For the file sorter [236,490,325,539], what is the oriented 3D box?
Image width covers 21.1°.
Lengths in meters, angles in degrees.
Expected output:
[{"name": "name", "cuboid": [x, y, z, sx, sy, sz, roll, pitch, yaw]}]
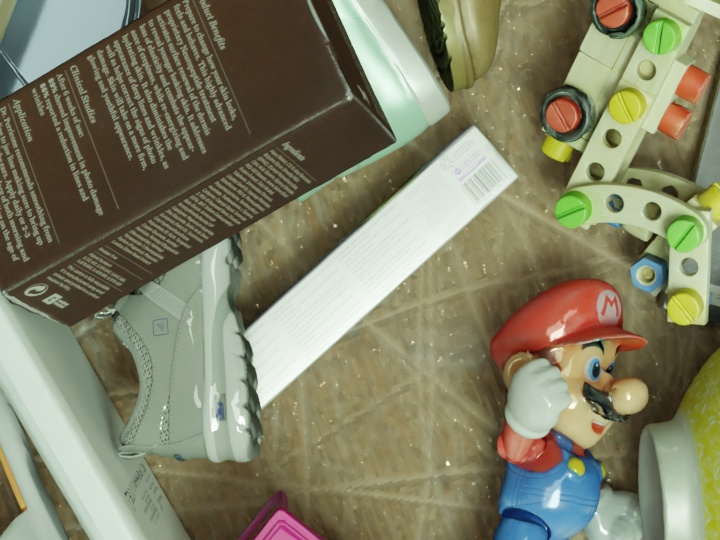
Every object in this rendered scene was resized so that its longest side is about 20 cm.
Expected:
[{"name": "file sorter", "cuboid": [-0.007, 0.230, 1.026, 0.200, 0.125, 0.139, 39, 92, -4]}]

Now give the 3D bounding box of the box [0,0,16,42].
[{"name": "box", "cuboid": [-0.249, -0.085, 0.986, 0.094, 0.078, 0.201, 23, 94, -1]}]

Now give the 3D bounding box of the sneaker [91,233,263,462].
[{"name": "sneaker", "cuboid": [-0.103, 0.004, 1.010, 0.081, 0.075, 0.201, -9, 69, 1]}]

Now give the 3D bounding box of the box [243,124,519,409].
[{"name": "box", "cuboid": [0.000, 0.000, 1.056, 0.200, 0.039, 0.041, -43, 93, 0]}]

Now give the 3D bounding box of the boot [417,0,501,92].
[{"name": "boot", "cuboid": [0.125, -0.198, 1.040, 0.199, 0.066, 0.176, -9, 94, -4]}]

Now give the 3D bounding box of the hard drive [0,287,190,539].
[{"name": "hard drive", "cuboid": [-0.146, 0.083, 1.005, 0.027, 0.132, 0.201, -29, 95, 1]}]

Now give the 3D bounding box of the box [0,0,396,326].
[{"name": "box", "cuboid": [-0.094, -0.067, 0.958, 0.199, 0.075, 0.101, -29, 66, 12]}]

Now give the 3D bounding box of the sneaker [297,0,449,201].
[{"name": "sneaker", "cuboid": [-0.054, -0.134, 1.027, 0.118, 0.074, 0.201, -35, 94, 0]}]

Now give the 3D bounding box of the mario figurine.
[{"name": "mario figurine", "cuboid": [0.116, 0.105, 1.027, 0.105, 0.123, 0.201, 9, 89, -5]}]

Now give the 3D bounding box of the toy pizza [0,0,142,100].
[{"name": "toy pizza", "cuboid": [-0.215, -0.150, 1.037, 0.199, 0.032, 0.202, 0, 94, 1]}]

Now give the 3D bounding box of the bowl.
[{"name": "bowl", "cuboid": [0.202, 0.117, 0.995, 0.107, 0.200, 0.202, -4, 94, -1]}]

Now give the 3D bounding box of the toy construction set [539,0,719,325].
[{"name": "toy construction set", "cuboid": [0.170, -0.084, 1.020, 0.131, 0.092, 0.201, 31, 99, 14]}]

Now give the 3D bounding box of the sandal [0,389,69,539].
[{"name": "sandal", "cuboid": [-0.185, 0.146, 1.023, 0.059, 0.079, 0.208, -23, 75, -11]}]

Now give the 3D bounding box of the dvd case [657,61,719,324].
[{"name": "dvd case", "cuboid": [0.261, -0.058, 1.079, 0.148, 0.016, 0.201, 14, 92, -5]}]
